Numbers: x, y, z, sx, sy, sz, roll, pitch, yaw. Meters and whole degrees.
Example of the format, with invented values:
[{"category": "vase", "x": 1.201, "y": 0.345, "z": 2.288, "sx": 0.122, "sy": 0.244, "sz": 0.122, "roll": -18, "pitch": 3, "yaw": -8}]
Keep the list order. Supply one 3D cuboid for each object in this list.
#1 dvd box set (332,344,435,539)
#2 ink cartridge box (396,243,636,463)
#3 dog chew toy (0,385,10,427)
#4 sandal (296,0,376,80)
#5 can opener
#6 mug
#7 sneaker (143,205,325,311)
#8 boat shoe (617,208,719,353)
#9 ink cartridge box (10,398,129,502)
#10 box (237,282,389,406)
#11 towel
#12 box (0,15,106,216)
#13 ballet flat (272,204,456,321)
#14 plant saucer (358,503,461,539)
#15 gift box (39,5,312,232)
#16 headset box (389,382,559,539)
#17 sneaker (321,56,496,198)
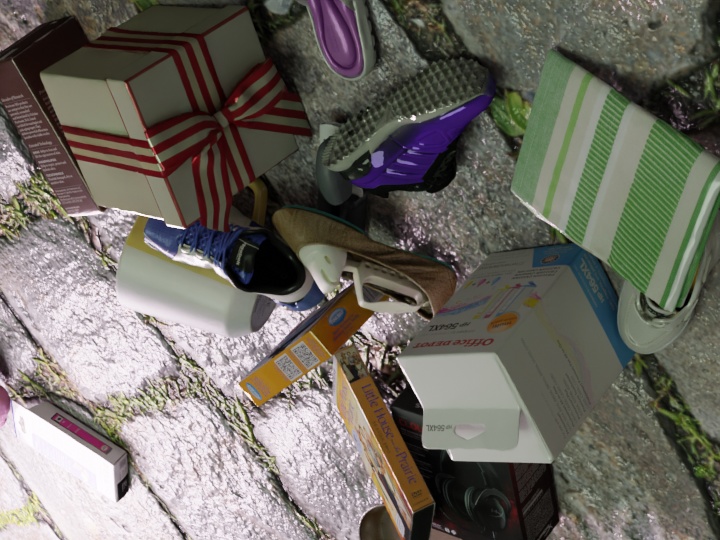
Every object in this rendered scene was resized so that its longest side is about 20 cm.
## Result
[{"category": "dvd box set", "x": 0.023, "y": 0.195, "z": 1.685, "sx": 0.146, "sy": 0.029, "sz": 0.200, "roll": 93, "pitch": 153, "yaw": -64}, {"category": "ink cartridge box", "x": 0.142, "y": 0.084, "z": 1.433, "sx": 0.128, "sy": 0.200, "sz": 0.125, "roll": -7, "pitch": 119, "yaw": 46}, {"category": "dog chew toy", "x": -0.587, "y": 0.155, "z": 2.253, "sx": 0.124, "sy": 0.125, "sz": 0.200, "roll": -5, "pitch": 129, "yaw": 45}, {"category": "sandal", "x": -0.041, "y": -0.262, "z": 1.411, "sx": 0.082, "sy": 0.050, "sz": 0.203, "roll": -4, "pitch": 121, "yaw": 44}, {"category": "can opener", "x": -0.029, "y": -0.063, "z": 1.567, "sx": 0.053, "sy": 0.067, "sz": 0.200, "roll": 27, "pitch": 139, "yaw": 23}, {"category": "mug", "x": -0.167, "y": -0.010, "z": 1.690, "sx": 0.153, "sy": 0.150, "sz": 0.187, "roll": 24, "pitch": 145, "yaw": 14}, {"category": "sneaker", "x": -0.129, "y": -0.026, "z": 1.580, "sx": 0.199, "sy": 0.081, "sz": 0.115, "roll": 25, "pitch": 176, "yaw": 9}, {"category": "boat shoe", "x": 0.269, "y": 0.017, "z": 1.360, "sx": 0.071, "sy": 0.070, "sz": 0.200, "roll": 37, "pitch": 141, "yaw": 11}, {"category": "ink cartridge box", "x": -0.426, "y": 0.256, "z": 2.256, "sx": 0.200, "sy": 0.037, "sz": 0.095, "roll": 27, "pitch": 140, "yaw": 19}, {"category": "box", "x": -0.056, "y": 0.078, "z": 1.679, "sx": 0.042, "sy": 0.119, "sz": 0.200, "roll": 49, "pitch": 142, "yaw": -5}, {"category": "towel", "x": 0.216, "y": -0.076, "z": 1.308, "sx": 0.200, "sy": 0.023, "sz": 0.153, "roll": 40, "pitch": 133, "yaw": 34}, {"category": "box", "x": -0.324, "y": -0.170, "z": 1.718, "sx": 0.075, "sy": 0.100, "sz": 0.200, "roll": -2, "pitch": 122, "yaw": 44}, {"category": "ballet flat", "x": 0.000, "y": 0.000, "z": 1.537, "sx": 0.199, "sy": 0.073, "sz": 0.068, "roll": 23, "pitch": 148, "yaw": -11}, {"category": "plant saucer", "x": 0.087, "y": 0.352, "z": 1.869, "sx": 0.200, "sy": 0.032, "sz": 0.201, "roll": 25, "pitch": 139, "yaw": 24}, {"category": "gift box", "x": -0.174, "y": -0.150, "z": 1.540, "sx": 0.186, "sy": 0.185, "sz": 0.200, "roll": 12, "pitch": 136, "yaw": 47}, {"category": "headset box", "x": 0.123, "y": 0.201, "z": 1.661, "sx": 0.148, "sy": 0.077, "sz": 0.200, "roll": 15, "pitch": 135, "yaw": 34}, {"category": "sneaker", "x": 0.065, "y": -0.123, "z": 1.433, "sx": 0.099, "sy": 0.070, "sz": 0.200, "roll": 39, "pitch": 137, "yaw": -27}]
